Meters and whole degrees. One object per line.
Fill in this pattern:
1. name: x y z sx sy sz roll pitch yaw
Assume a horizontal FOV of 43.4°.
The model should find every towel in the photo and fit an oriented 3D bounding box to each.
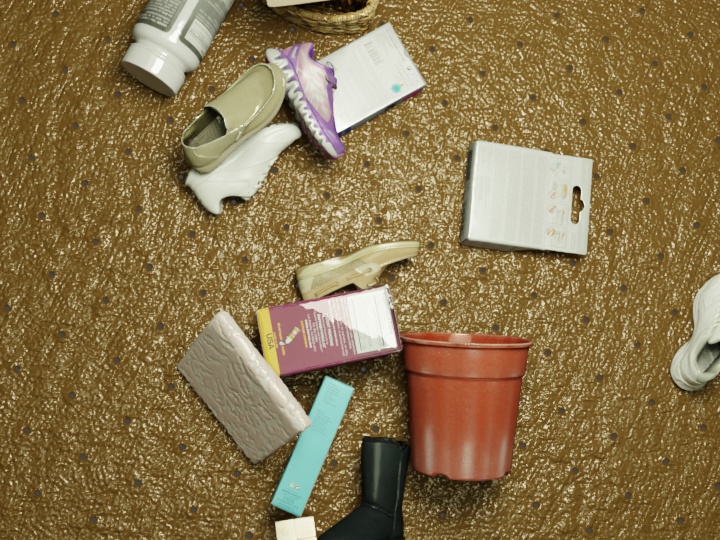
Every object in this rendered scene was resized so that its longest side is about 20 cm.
1. towel: -0.171 0.174 1.309 0.200 0.191 0.032 51 52 3

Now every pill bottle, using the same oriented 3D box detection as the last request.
1. pill bottle: -0.282 -0.382 1.404 0.113 0.114 0.201 28 81 -1

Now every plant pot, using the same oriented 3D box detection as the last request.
1. plant pot: 0.150 0.197 1.332 0.198 0.201 0.198 3 90 -4

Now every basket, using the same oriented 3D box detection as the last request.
1. basket: -0.062 -0.467 1.417 0.198 0.149 0.144 15 81 -3

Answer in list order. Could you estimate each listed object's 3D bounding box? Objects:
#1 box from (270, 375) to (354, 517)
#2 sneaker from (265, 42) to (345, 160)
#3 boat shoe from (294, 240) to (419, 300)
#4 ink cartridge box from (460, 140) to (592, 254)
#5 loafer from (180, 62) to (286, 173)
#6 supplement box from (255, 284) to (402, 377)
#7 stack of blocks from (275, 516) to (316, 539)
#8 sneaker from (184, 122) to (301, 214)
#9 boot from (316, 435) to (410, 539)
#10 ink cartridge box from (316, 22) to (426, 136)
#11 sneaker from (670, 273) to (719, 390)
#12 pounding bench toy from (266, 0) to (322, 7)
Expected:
1. box: -0.072 0.260 1.350 0.049 0.082 0.202 23 81 -1
2. sneaker: -0.067 -0.268 1.388 0.088 0.081 0.201 -28 83 -8
3. boat shoe: 0.000 0.000 1.403 0.198 0.071 0.065 -16 90 1
4. ink cartridge box: 0.265 -0.111 1.452 0.198 0.057 0.164 8 81 -12
5. loafer: -0.189 -0.230 1.338 0.076 0.068 0.200 42 92 20
6. supplement box: -0.050 0.094 1.350 0.198 0.131 0.104 -10 83 -7
7. stack of blocks: -0.082 0.470 1.303 0.058 0.115 0.202 -7 65 -6
8. sneaker: -0.174 -0.162 1.413 0.199 0.075 0.088 -32 93 1
9. boot: 0.005 0.326 1.307 0.076 0.199 0.170 -3 82 35
10. ink cartridge box: -0.009 -0.298 1.453 0.199 0.042 0.120 -30 86 -9
11. sneaker: 0.562 0.095 1.417 0.077 0.099 0.202 22 81 -1
12. pounding bench toy: -0.038 -0.462 1.298 0.198 0.156 0.125 -5 114 6
